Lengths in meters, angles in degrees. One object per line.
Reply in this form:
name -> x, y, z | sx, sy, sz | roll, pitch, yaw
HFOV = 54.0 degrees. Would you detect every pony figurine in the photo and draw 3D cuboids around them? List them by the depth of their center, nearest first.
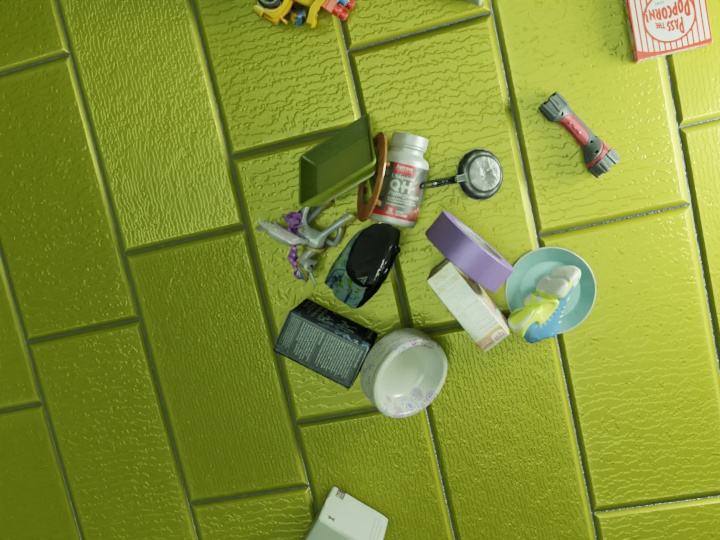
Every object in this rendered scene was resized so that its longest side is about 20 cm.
pony figurine -> -0.133, -0.088, 1.621 | 0.193, 0.167, 0.200 | 36, 87, -5

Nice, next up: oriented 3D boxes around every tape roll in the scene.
tape roll -> 0.235, -0.041, 1.526 | 0.200, 0.200, 0.066 | 39, 103, 2

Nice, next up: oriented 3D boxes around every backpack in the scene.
backpack -> 0.000, 0.000, 1.583 | 0.153, 0.200, 0.164 | 22, 61, 12

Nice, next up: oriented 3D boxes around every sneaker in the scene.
sneaker -> 0.420, 0.082, 1.565 | 0.200, 0.076, 0.105 | -41, 120, 3

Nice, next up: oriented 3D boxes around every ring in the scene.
ring -> 0.029, -0.203, 1.545 | 0.019, 0.200, 0.201 | 10, 101, -14

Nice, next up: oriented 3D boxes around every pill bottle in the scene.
pill bottle -> 0.089, -0.200, 1.570 | 0.110, 0.111, 0.201 | 13, 96, 7

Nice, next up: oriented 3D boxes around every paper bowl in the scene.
paper bowl -> 0.091, 0.225, 1.611 | 0.200, 0.104, 0.201 | -13, 119, -25

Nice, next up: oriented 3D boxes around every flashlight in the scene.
flashlight -> 0.466, -0.291, 1.518 | 0.068, 0.068, 0.200 | -44, 91, 8

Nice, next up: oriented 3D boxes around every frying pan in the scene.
frying pan -> 0.233, -0.220, 1.553 | 0.189, 0.031, 0.115 | 10, 89, -18

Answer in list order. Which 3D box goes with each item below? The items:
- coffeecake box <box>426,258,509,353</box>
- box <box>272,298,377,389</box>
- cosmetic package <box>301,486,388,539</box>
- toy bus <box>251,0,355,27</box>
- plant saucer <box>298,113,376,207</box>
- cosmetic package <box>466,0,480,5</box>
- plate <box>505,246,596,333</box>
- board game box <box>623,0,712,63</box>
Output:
coffeecake box -> 0.239, 0.068, 1.565 | 0.073, 0.154, 0.200 | -38, 91, 13
box -> -0.078, 0.166, 1.636 | 0.199, 0.148, 0.107 | 26, 102, 4
cosmetic package -> -0.058, 0.672, 1.700 | 0.165, 0.165, 0.201 | 30, 103, 4
toy bus -> -0.116, -0.602, 1.550 | 0.192, 0.136, 0.200 | 36, 105, -14
plant saucer -> -0.044, -0.233, 1.563 | 0.199, 0.200, 0.048 | -29, 128, 20
cosmetic package -> 0.201, -0.663, 1.431 | 0.164, 0.200, 0.165 | 23, 101, 5
plate -> 0.428, 0.045, 1.596 | 0.199, 0.026, 0.201 | 1, 99, 9
board game box -> 0.629, -0.549, 1.462 | 0.151, 0.046, 0.201 | -12, 96, 11
